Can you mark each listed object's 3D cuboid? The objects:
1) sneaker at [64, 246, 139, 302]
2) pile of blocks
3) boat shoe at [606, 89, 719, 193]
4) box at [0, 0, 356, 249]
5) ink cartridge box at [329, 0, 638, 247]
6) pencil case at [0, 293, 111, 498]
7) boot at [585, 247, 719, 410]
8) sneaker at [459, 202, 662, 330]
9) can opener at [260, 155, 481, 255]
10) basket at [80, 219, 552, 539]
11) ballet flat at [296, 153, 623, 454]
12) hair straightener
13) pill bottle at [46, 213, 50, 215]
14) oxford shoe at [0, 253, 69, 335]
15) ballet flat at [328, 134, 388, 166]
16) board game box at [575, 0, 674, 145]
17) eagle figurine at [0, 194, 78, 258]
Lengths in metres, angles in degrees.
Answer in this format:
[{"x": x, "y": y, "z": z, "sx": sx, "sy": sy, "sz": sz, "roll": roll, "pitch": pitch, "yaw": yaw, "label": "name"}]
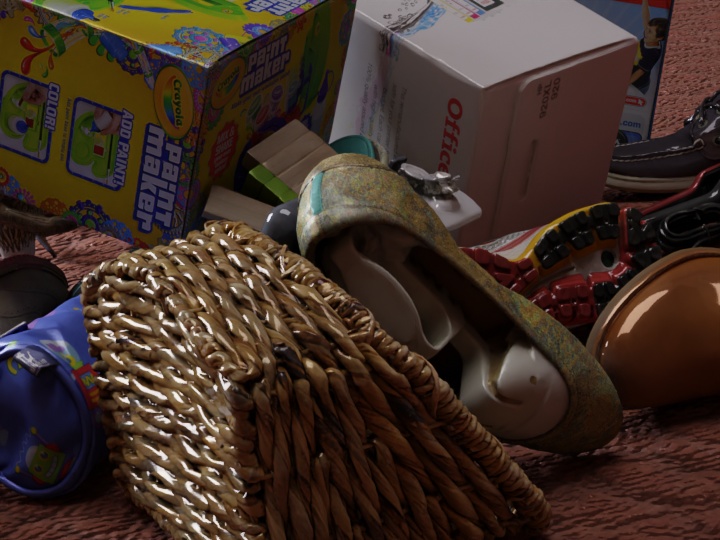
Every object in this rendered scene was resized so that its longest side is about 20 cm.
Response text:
[{"x": -0.093, "y": -0.009, "z": 1.221, "sx": 0.199, "sy": 0.076, "sz": 0.079, "roll": -23, "pitch": 17, "yaw": -32, "label": "sneaker"}, {"x": -0.059, "y": 0.005, "z": 1.088, "sx": 0.082, "sy": 0.062, "sz": 0.201, "roll": 22, "pitch": 46, "yaw": -4, "label": "pile of blocks"}, {"x": 0.262, "y": -0.097, "z": 1.387, "sx": 0.198, "sy": 0.065, "sz": 0.072, "roll": -7, "pitch": 18, "yaw": 3, "label": "boat shoe"}, {"x": -0.134, "y": -0.122, "z": 1.168, "sx": 0.192, "sy": 0.123, "sz": 0.200, "roll": 21, "pitch": 28, "yaw": 17, "label": "box"}, {"x": 0.052, "y": -0.115, "z": 1.287, "sx": 0.144, "sy": 0.148, "sz": 0.200, "roll": -23, "pitch": 45, "yaw": -36, "label": "ink cartridge box"}, {"x": -0.137, "y": 0.047, "z": 1.048, "sx": 0.078, "sy": 0.087, "sz": 0.200, "roll": -44, "pitch": -1, "yaw": 26, "label": "pencil case"}, {"x": 0.222, "y": 0.037, "z": 0.955, "sx": 0.199, "sy": 0.074, "sz": 0.155, "roll": -18, "pitch": 24, "yaw": -25, "label": "boot"}, {"x": 0.068, "y": 0.023, "z": 1.090, "sx": 0.199, "sy": 0.078, "sz": 0.082, "roll": -15, "pitch": -3, "yaw": -24, "label": "sneaker"}, {"x": 0.007, "y": -0.019, "z": 1.033, "sx": 0.052, "sy": 0.067, "sz": 0.200, "roll": 31, "pitch": 19, "yaw": 15, "label": "can opener"}, {"x": -0.026, "y": 0.046, "z": 0.899, "sx": 0.148, "sy": 0.144, "sz": 0.200, "roll": -15, "pitch": 18, "yaw": -22, "label": "basket"}, {"x": 0.044, "y": 0.031, "z": 0.901, "sx": 0.071, "sy": 0.200, "sz": 0.071, "roll": -40, "pitch": 19, "yaw": 17, "label": "ballet flat"}, {"x": 0.225, "y": -0.042, "z": 1.261, "sx": 0.199, "sy": 0.041, "sz": 0.077, "roll": -17, "pitch": 19, "yaw": -29, "label": "hair straightener"}, {"x": -0.177, "y": -0.100, "z": 1.495, "sx": 0.199, "sy": 0.117, "sz": 0.116, "roll": 0, "pitch": 18, "yaw": 24, "label": "pill bottle"}, {"x": -0.222, "y": 0.040, "z": 1.170, "sx": 0.070, "sy": 0.075, "sz": 0.200, "roll": -41, "pitch": -9, "yaw": 21, "label": "oxford shoe"}, {"x": 0.000, "y": 0.000, "z": 1.166, "sx": 0.067, "sy": 0.063, "sz": 0.201, "roll": -11, "pitch": 41, "yaw": 18, "label": "ballet flat"}, {"x": 0.125, "y": -0.184, "z": 1.434, "sx": 0.199, "sy": 0.197, "sz": 0.056, "roll": 10, "pitch": 18, "yaw": 6, "label": "board game box"}, {"x": -0.221, "y": -0.056, "z": 1.322, "sx": 0.151, "sy": 0.151, "sz": 0.200, "roll": 37, "pitch": 24, "yaw": 8, "label": "eagle figurine"}]
